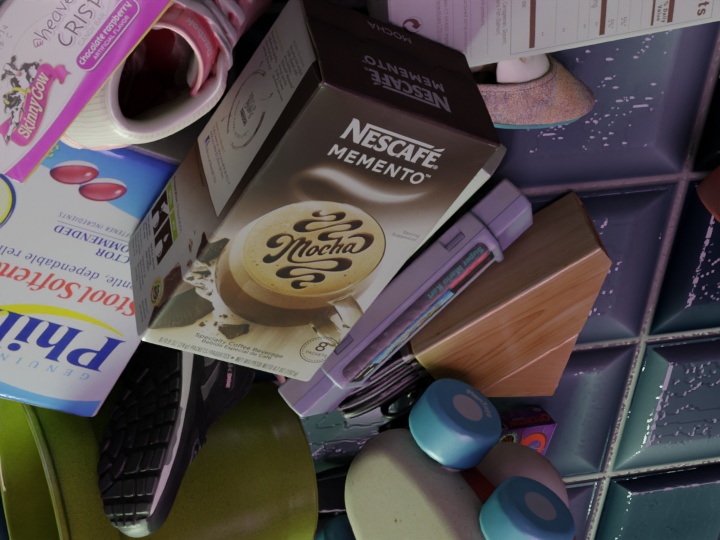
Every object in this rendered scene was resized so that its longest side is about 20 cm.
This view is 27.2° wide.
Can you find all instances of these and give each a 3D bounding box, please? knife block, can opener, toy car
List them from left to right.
[{"bbox_3d":[-0.067,0.210,1.206,0.199,0.079,0.063,-12,177,-8],"label":"can opener"},{"bbox_3d":[0.067,0.037,1.074,0.175,0.064,0.200,1,132,-19],"label":"knife block"},{"bbox_3d":[0.102,0.191,1.098,0.200,0.177,0.185,0,133,-44],"label":"toy car"}]

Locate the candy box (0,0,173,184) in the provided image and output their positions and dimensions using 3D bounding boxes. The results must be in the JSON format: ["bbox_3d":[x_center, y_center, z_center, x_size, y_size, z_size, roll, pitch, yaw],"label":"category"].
[{"bbox_3d":[-0.144,-0.154,0.733,0.061,0.200,0.136,33,117,-25],"label":"candy box"}]

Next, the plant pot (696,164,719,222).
[{"bbox_3d":[0.360,-0.059,1.000,0.200,0.201,0.178,27,109,-35],"label":"plant pot"}]

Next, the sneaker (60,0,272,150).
[{"bbox_3d":[-0.081,-0.142,0.782,0.075,0.105,0.200,45,76,-25],"label":"sneaker"}]

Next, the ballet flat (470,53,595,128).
[{"bbox_3d":[0.059,-0.127,0.919,0.199,0.068,0.067,-2,129,-17],"label":"ballet flat"}]

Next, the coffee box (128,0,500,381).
[{"bbox_3d":[-0.031,-0.040,0.809,0.113,0.080,0.200,16,130,-29],"label":"coffee box"}]

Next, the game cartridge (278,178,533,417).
[{"bbox_3d":[0.035,0.022,0.990,0.200,0.130,0.038,-43,87,3],"label":"game cartridge"}]

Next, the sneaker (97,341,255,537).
[{"bbox_3d":[-0.105,0.080,0.967,0.076,0.201,0.087,-14,147,44],"label":"sneaker"}]

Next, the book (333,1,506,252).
[{"bbox_3d":[-0.024,-0.050,0.907,0.134,0.048,0.200,41,131,-5],"label":"book"}]

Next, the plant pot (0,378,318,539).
[{"bbox_3d":[-0.140,0.157,1.054,0.192,0.201,0.201,-11,136,-24],"label":"plant pot"}]

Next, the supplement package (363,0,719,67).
[{"bbox_3d":[0.099,-0.200,0.826,0.199,0.117,0.118,-12,134,-7],"label":"supplement package"}]

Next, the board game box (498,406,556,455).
[{"bbox_3d":[0.078,0.203,1.219,0.120,0.032,0.201,-7,126,-37],"label":"board game box"}]

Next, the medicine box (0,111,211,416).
[{"bbox_3d":[-0.206,-0.030,0.896,0.182,0.103,0.200,17,121,-30],"label":"medicine box"}]

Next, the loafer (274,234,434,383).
[{"bbox_3d":[0.000,0.000,1.011,0.072,0.063,0.200,22,123,-31],"label":"loafer"}]
